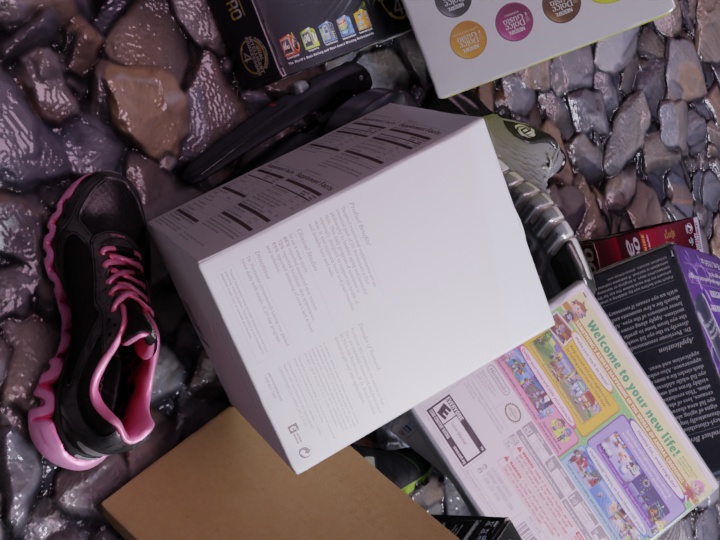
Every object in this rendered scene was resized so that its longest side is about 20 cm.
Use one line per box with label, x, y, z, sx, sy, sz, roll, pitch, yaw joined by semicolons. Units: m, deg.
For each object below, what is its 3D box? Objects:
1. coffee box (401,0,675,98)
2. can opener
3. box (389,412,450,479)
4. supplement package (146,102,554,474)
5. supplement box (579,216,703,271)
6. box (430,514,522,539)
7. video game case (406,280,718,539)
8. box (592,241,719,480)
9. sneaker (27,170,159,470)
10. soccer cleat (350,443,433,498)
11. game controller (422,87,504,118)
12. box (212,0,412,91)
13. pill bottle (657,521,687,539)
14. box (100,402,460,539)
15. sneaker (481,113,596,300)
coffee box;0.139;-0.278;0.968;0.200;0.199;0.199;-49;119;-70
can opener;-0.057;-0.108;0.895;0.200;0.079;0.064;-31;104;-31
box;0.132;0.142;0.958;0.200;0.036;0.144;40;41;-5
supplement package;-0.009;0.001;0.766;0.199;0.151;0.152;-28;110;-15
supplement box;0.287;0.012;1.198;0.199;0.061;0.109;-13;92;-43
box;0.020;0.276;0.828;0.200;0.163;0.086;-47;114;-39
video game case;0.159;0.138;0.901;0.182;0.022;0.200;-33;88;-17
box;0.285;0.090;1.021;0.148;0.104;0.201;6;64;-58
sneaker;-0.159;0.028;0.750;0.079;0.095;0.201;11;74;-40
soccer cleat;-0.021;0.155;0.882;0.199;0.067;0.081;-11;78;-44
game controller;0.078;-0.078;1.038;0.104;0.042;0.201;35;59;-17
box;-0.042;-0.252;0.941;0.200;0.049;0.162;-29;101;-44
pill bottle;0.252;0.262;1.086;0.111;0.110;0.201;-43;112;-39
box;-0.050;0.178;0.777;0.200;0.021;0.163;38;51;22
sneaker;0.159;-0.064;1.000;0.115;0.075;0.200;-25;74;-41
